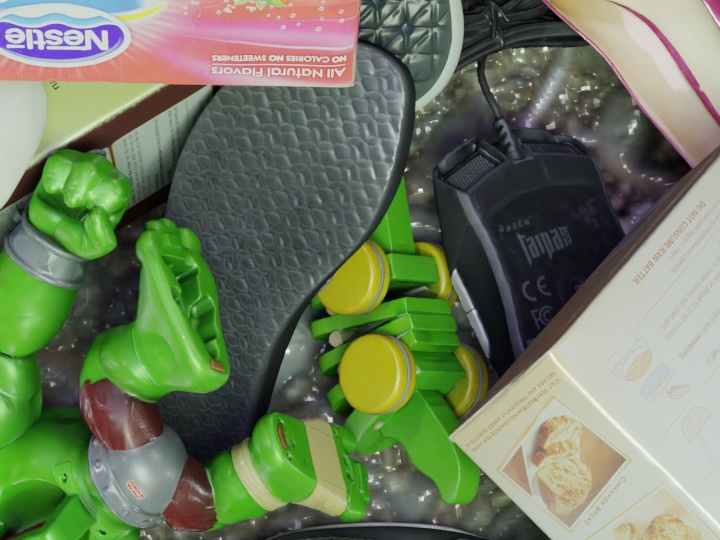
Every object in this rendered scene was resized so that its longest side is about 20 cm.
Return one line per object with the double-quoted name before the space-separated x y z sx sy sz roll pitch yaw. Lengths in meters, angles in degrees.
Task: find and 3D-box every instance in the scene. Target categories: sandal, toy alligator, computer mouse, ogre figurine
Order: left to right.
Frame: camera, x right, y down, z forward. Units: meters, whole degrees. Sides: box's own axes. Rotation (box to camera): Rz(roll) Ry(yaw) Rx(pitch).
"ogre figurine" -0.082 0.064 0.879 0.120 0.200 0.098 -29 31 21
"sandal" -0.041 -0.004 0.923 0.076 0.043 0.201 32 115 8
"toy alligator" 0.000 0.000 0.963 0.054 0.059 0.201 -25 72 33
"computer mouse" 0.087 -0.022 0.979 0.140 0.046 0.201 -23 80 -29

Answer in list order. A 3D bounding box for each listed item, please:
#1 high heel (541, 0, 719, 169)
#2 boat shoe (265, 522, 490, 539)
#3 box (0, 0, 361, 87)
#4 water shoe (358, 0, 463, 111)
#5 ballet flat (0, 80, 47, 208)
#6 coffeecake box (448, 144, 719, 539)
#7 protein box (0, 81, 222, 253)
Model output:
"high heel" 0.111 -0.081 0.948 0.200 0.067 0.096 35 49 -23
"boat shoe" 0.048 0.130 0.918 0.199 0.068 0.072 11 76 3
"box" -0.098 -0.128 0.817 0.199 0.103 0.095 1 50 -4
"water shoe" -0.031 -0.148 0.927 0.071 0.079 0.200 -37 102 4
"ballet flat" -0.187 -0.014 0.813 0.200 0.069 0.070 -36 78 -11
"coffeecake box" 0.156 0.072 0.887 0.200 0.073 0.154 45 50 1
"protein box" -0.176 -0.093 0.939 0.200 0.135 0.199 -32 78 -11
